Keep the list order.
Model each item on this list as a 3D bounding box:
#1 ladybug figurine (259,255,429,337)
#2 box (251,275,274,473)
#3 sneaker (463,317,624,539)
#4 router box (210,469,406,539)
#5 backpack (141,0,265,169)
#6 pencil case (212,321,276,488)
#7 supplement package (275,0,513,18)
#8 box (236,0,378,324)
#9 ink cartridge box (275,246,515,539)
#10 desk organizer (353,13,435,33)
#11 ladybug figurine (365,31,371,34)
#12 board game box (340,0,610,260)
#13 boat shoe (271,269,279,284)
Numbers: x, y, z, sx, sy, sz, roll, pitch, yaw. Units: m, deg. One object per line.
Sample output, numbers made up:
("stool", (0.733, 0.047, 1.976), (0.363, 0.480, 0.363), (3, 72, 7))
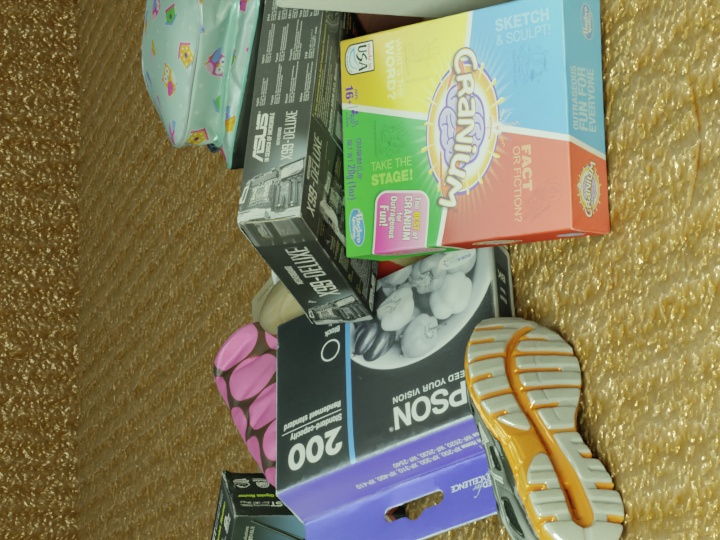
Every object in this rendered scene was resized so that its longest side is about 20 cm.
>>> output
("ladybug figurine", (0.000, 0.000, 1.535), (0.200, 0.072, 0.136), (-42, 0, 36))
("box", (-0.049, 0.111, 1.791), (0.095, 0.077, 0.202), (132, 137, -64))
("sneaker", (0.107, 0.115, 1.265), (0.078, 0.077, 0.201), (103, 160, -48))
("router box", (-0.055, 0.265, 1.665), (0.062, 0.148, 0.202), (-115, 31, -56))
("backpack", (-0.100, -0.191, 1.622), (0.200, 0.152, 0.177), (-112, 27, -58))
("pencil case", (-0.058, 0.111, 1.639), (0.200, 0.090, 0.094), (48, 126, 56))
("supplement package", (0.038, -0.296, 1.347), (0.147, 0.189, 0.202), (118, 149, -55))
("box", (-0.028, -0.085, 1.391), (0.158, 0.049, 0.202), (54, -143, -58))
("ink cartridge box", (0.025, 0.096, 1.393), (0.197, 0.043, 0.201), (-25, 52, 29))
("desk organizer", (0.036, -0.266, 1.470), (0.072, 0.076, 0.201), (114, 167, -51))
("ladybug figurine", (0.009, -0.216, 1.645), (0.200, 0.071, 0.137), (-138, 52, -70))
("board game box", (0.072, -0.091, 1.302), (0.199, 0.040, 0.155), (-7, 83, 44))
("boat shoe", (-0.011, -0.067, 1.625), (0.200, 0.073, 0.066), (-50, 40, 18))
